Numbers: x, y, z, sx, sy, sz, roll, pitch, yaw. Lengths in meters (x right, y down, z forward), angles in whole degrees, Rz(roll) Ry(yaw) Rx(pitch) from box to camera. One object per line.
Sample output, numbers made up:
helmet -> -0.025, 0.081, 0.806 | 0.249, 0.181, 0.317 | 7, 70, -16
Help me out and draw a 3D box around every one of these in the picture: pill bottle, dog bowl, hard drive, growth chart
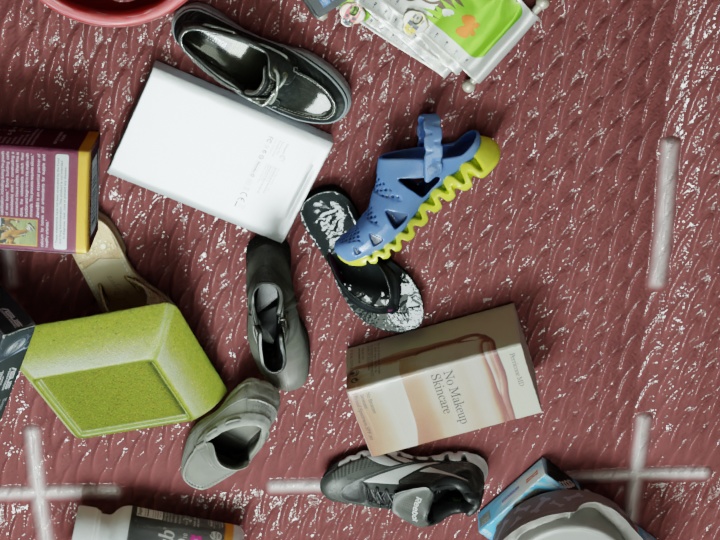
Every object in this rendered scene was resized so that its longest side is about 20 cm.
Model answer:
pill bottle -> -0.243, 0.341, 1.876 | 0.199, 0.117, 0.117 | 11, 121, -8
dog bowl -> 0.243, 0.343, 1.877 | 0.198, 0.059, 0.201 | -1, 122, -1
hard drive -> -0.145, -0.121, 1.650 | 0.199, 0.027, 0.132 | 22, 119, -15
growth chart -> 0.074, -0.265, 1.573 | 0.199, 0.018, 0.145 | 26, 117, -17

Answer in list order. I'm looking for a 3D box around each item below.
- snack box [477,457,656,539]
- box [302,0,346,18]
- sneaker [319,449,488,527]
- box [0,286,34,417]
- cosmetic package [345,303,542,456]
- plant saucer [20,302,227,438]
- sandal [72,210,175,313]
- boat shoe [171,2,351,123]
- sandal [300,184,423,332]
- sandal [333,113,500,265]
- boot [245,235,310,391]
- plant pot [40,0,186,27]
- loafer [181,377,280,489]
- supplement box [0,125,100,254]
snack box -> 0.251, 0.320, 1.920 | 0.200, 0.037, 0.116 | 36, 115, -21
box -> -0.002, -0.356, 1.488 | 0.199, 0.044, 0.161 | -29, 110, 16
sneaker -> 0.052, 0.254, 1.844 | 0.198, 0.091, 0.067 | -2, 121, 0
box -> -0.433, 0.082, 1.686 | 0.160, 0.043, 0.201 | 43, 126, 22
cosmetic package -> 0.091, 0.122, 1.767 | 0.199, 0.087, 0.104 | -17, 119, 9
plant saucer -> -0.265, 0.120, 1.730 | 0.198, 0.048, 0.200 | -10, 145, 9
sandal -> -0.255, 0.038, 1.717 | 0.077, 0.070, 0.212 | -22, 119, 12
boat shoe -> -0.100, -0.192, 1.580 | 0.199, 0.071, 0.072 | 24, 118, -16
sandal -> -0.001, 0.000, 1.713 | 0.075, 0.048, 0.201 | -30, 116, 15
sandal -> 0.045, -0.088, 1.640 | 0.200, 0.080, 0.087 | -43, 110, 2
boot -> -0.095, 0.072, 1.707 | 0.067, 0.131, 0.201 | -6, 122, 2
plant pot -> -0.213, -0.343, 1.420 | 0.199, 0.183, 0.202 | 1, 122, 1
loafer -> -0.153, 0.197, 1.799 | 0.070, 0.070, 0.200 | 22, 136, -15
supplement box -> -0.368, -0.086, 1.618 | 0.198, 0.086, 0.111 | 4, 108, -3
